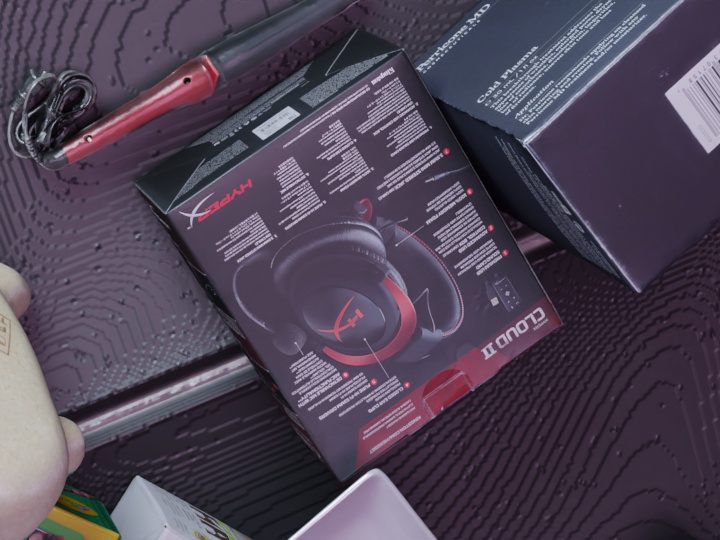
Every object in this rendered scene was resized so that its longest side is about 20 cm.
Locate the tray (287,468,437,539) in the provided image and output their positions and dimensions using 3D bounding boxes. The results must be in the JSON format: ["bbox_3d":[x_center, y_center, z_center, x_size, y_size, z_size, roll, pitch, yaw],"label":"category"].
[{"bbox_3d":[-0.040,0.198,1.161,0.200,0.022,0.107,-40,114,-5],"label":"tray"}]

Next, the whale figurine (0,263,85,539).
[{"bbox_3d":[-0.208,0.063,1.075,0.159,0.200,0.104,31,118,-25],"label":"whale figurine"}]

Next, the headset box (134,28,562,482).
[{"bbox_3d":[0.000,0.000,1.179,0.148,0.075,0.200,-36,113,-7],"label":"headset box"}]

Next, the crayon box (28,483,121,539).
[{"bbox_3d":[-0.237,0.137,1.143,0.200,0.058,0.119,29,94,-24],"label":"crayon box"}]

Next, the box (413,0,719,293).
[{"bbox_3d":[0.148,-0.111,1.143,0.200,0.182,0.104,-42,114,-4],"label":"box"}]

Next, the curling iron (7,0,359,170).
[{"bbox_3d":[-0.087,-0.105,1.147,0.200,0.026,0.050,-23,114,-12],"label":"curling iron"}]

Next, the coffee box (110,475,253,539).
[{"bbox_3d":[-0.061,0.213,1.214,0.200,0.080,0.115,31,93,-24],"label":"coffee box"}]
